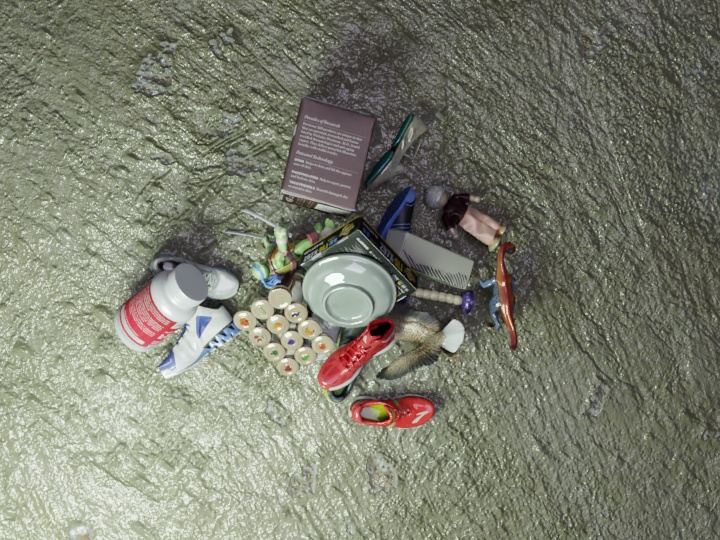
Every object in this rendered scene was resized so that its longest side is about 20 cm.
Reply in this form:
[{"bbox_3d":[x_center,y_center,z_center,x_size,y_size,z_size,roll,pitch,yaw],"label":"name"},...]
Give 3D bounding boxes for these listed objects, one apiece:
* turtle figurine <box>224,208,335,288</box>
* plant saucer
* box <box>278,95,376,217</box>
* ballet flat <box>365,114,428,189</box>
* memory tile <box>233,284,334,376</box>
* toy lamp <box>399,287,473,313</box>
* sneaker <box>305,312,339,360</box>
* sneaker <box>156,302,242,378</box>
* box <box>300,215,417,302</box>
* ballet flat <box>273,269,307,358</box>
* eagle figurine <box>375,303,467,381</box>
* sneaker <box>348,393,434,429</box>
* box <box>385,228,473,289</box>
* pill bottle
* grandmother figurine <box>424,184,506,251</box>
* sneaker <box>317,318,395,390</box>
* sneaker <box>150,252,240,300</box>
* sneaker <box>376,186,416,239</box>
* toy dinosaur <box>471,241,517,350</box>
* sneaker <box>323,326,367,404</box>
[{"bbox_3d":[-0.160,-0.077,1.690,0.191,0.145,0.202,-21,62,-27],"label":"turtle figurine"},{"bbox_3d":[-0.024,0.056,1.630,0.194,0.051,0.203,3,132,4],"label":"plant saucer"},{"bbox_3d":[-0.074,-0.233,1.698,0.160,0.166,0.205,13,87,-7],"label":"box"},{"bbox_3d":[0.086,-0.253,1.775,0.062,0.067,0.202,35,85,-16],"label":"ballet flat"},{"bbox_3d":[-0.160,0.131,1.692,0.151,0.017,0.201,-31,117,19],"label":"memory tile"},{"bbox_3d":[0.151,0.055,1.783,0.195,0.058,0.060,12,87,-8],"label":"toy lamp"},{"bbox_3d":[-0.068,0.096,1.741,0.071,0.071,0.205,18,86,-7],"label":"sneaker"},{"bbox_3d":[-0.355,0.134,1.701,0.197,0.081,0.116,-35,90,-14],"label":"sneaker"},{"bbox_3d":[0.000,0.000,1.643,0.158,0.050,0.200,-29,123,30],"label":"box"},{"bbox_3d":[-0.147,0.098,1.733,0.068,0.069,0.206,10,88,-8],"label":"ballet flat"},{"bbox_3d":[0.127,0.162,1.745,0.195,0.152,0.155,4,109,-13],"label":"eagle figurine"},{"bbox_3d":[0.071,0.315,1.752,0.194,0.085,0.079,-2,90,-8],"label":"sneaker"},{"bbox_3d":[0.146,-0.024,1.735,0.197,0.082,0.070,20,87,-31],"label":"box"},{"bbox_3d":[-0.401,0.072,1.627,0.198,0.112,0.113,-35,94,30],"label":"pill bottle"},{"bbox_3d":[0.227,-0.122,1.799,0.198,0.061,0.123,34,57,-4],"label":"grandmother figurine"},{"bbox_3d":[-0.011,0.161,1.654,0.199,0.116,0.078,-40,72,-15],"label":"sneaker"},{"bbox_3d":[-0.351,0.015,1.695,0.195,0.087,0.077,14,85,-9],"label":"sneaker"},{"bbox_3d":[0.081,-0.083,1.774,0.077,0.070,0.203,31,85,-20],"label":"sneaker"},{"bbox_3d":[0.327,0.039,1.768,0.103,0.200,0.186,-10,123,-22],"label":"toy dinosaur"},{"bbox_3d":[-0.024,0.196,1.741,0.072,0.081,0.205,16,87,-8],"label":"sneaker"}]
